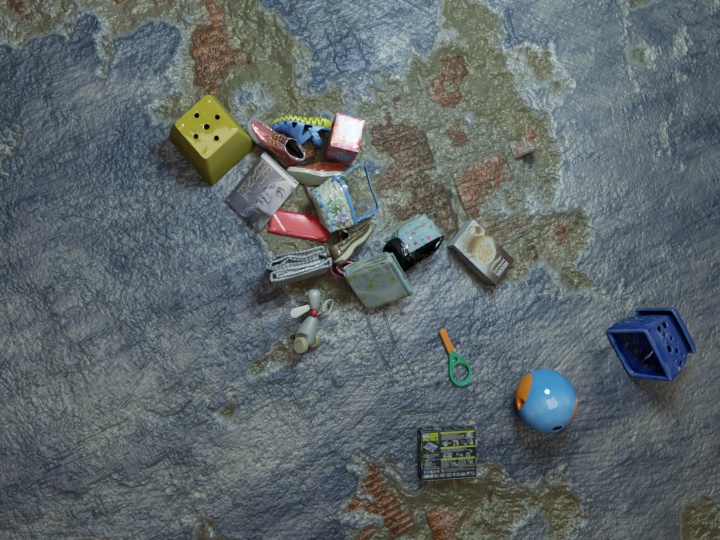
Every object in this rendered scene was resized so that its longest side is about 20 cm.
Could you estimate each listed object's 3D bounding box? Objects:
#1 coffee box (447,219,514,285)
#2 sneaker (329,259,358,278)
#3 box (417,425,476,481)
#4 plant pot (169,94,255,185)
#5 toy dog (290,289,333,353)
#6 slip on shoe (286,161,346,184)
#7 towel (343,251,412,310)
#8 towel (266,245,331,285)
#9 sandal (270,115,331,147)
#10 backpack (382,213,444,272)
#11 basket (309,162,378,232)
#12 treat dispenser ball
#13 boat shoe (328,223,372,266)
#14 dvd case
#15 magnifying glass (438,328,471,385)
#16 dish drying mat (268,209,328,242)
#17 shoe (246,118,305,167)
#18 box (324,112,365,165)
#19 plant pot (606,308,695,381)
[{"bbox_3d":[0.406,-0.059,1.835,0.199,0.080,0.115,42,83,-6],"label":"coffee box"},{"bbox_3d":[0.000,0.000,1.758,0.194,0.095,0.081,5,86,-11],"label":"sneaker"},{"bbox_3d":[0.290,0.609,1.821,0.194,0.044,0.165,-1,88,-10],"label":"box"},{"bbox_3d":[-0.455,-0.411,1.646,0.200,0.176,0.201,-43,96,-8],"label":"plant pot"},{"bbox_3d":[-0.176,0.160,1.727,0.094,0.132,0.205,14,80,29],"label":"toy dog"},{"bbox_3d":[-0.142,-0.320,1.758,0.194,0.074,0.063,-1,67,-9],"label":"slip on shoe"},{"bbox_3d":[0.057,0.035,1.717,0.167,0.049,0.201,-18,132,18],"label":"towel"},{"bbox_3d":[-0.194,-0.020,1.691,0.195,0.166,0.088,-16,85,-10],"label":"towel"},{"bbox_3d":[-0.191,-0.444,1.741,0.194,0.079,0.090,2,93,-3],"label":"sandal"},{"bbox_3d":[0.173,-0.089,1.757,0.198,0.167,0.128,-31,86,-23],"label":"backpack"},{"bbox_3d":[-0.046,-0.221,1.721,0.198,0.139,0.179,-32,123,-14],"label":"basket"},{"bbox_3d":[0.612,0.430,1.799,0.195,0.201,0.207,0,89,-9],"label":"treat dispenser ball"},{"bbox_3d":[-0.032,-0.103,1.727,0.075,0.074,0.203,51,46,-12],"label":"boat shoe"},{"bbox_3d":[-0.312,-0.249,1.726,0.148,0.016,0.201,41,93,-3],"label":"dvd case"},{"bbox_3d":[0.315,0.294,1.845,0.078,0.022,0.204,-24,95,-9],"label":"magnifying glass"},{"bbox_3d":[-0.197,-0.147,1.765,0.195,0.018,0.079,10,86,-9],"label":"dish drying mat"},{"bbox_3d":[-0.259,-0.405,1.692,0.199,0.090,0.072,41,64,-26],"label":"shoe"},{"bbox_3d":[-0.053,-0.406,1.703,0.092,0.200,0.105,13,86,-9],"label":"box"},{"bbox_3d":[1.013,0.242,1.881,0.178,0.200,0.203,-33,94,-16],"label":"plant pot"}]
